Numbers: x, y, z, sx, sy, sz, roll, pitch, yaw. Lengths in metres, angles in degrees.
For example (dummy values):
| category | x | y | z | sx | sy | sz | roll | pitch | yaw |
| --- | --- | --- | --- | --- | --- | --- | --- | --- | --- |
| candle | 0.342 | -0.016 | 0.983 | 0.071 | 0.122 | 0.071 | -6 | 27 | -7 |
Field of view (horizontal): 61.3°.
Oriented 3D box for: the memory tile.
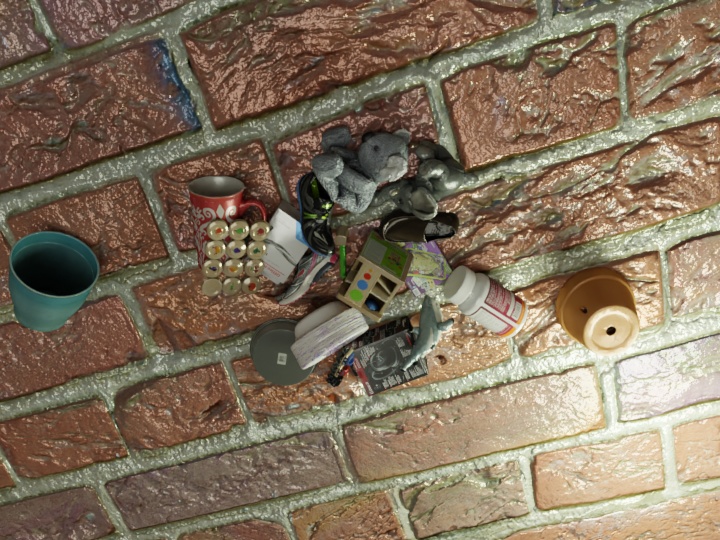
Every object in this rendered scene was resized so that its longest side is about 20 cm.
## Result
| category | x | y | z | sx | sy | sz | roll | pitch | yaw |
| --- | --- | --- | --- | --- | --- | --- | --- | --- | --- |
| memory tile | -0.296 | -0.028 | 1.434 | 0.149 | 0.017 | 0.204 | 0 | 122 | -24 |

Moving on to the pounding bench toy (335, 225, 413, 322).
| category | x | y | z | sx | sy | sz | roll | pitch | yaw |
| --- | --- | --- | --- | --- | --- | --- | --- | --- | --- |
| pounding bench toy | 0.000 | 0.000 | 1.470 | 0.197 | 0.125 | 0.157 | 30 | 125 | -4 |

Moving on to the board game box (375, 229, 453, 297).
| category | x | y | z | sx | sy | sz | roll | pitch | yaw |
| --- | --- | --- | --- | --- | --- | --- | --- | --- | --- |
| board game box | 0.135 | -0.043 | 1.513 | 0.118 | 0.032 | 0.202 | -28 | 110 | 17 |

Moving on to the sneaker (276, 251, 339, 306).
| category | x | y | z | sx | sy | sz | roll | pitch | yaw |
| --- | --- | --- | --- | --- | --- | --- | --- | --- | --- |
| sneaker | -0.141 | 0.011 | 1.526 | 0.075 | 0.081 | 0.200 | 45 | 101 | -1 |

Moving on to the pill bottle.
| category | x | y | z | sx | sy | sz | roll | pitch | yaw |
| --- | --- | --- | --- | --- | --- | --- | --- | --- | --- |
| pill bottle | 0.308 | 0.076 | 1.506 | 0.197 | 0.110 | 0.110 | 31 | 112 | -17 |

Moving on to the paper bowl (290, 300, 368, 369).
| category | x | y | z | sx | sy | sz | roll | pitch | yaw |
| --- | --- | --- | --- | --- | --- | --- | --- | --- | --- |
| paper bowl | -0.085 | 0.152 | 1.521 | 0.199 | 0.200 | 0.106 | -34 | 80 | 16 |

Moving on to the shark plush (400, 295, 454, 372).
| category | x | y | z | sx | sy | sz | roll | pitch | yaw |
| --- | --- | --- | --- | --- | --- | --- | --- | --- | --- |
| shark plush | 0.149 | 0.168 | 1.542 | 0.083 | 0.091 | 0.202 | 39 | 77 | -13 |

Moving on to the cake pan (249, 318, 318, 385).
| category | x | y | z | sx | sy | sz | roll | pitch | yaw |
| --- | --- | --- | --- | --- | --- | --- | --- | --- | --- |
| cake pan | -0.206 | 0.228 | 1.640 | 0.194 | 0.037 | 0.205 | 1 | 114 | 2 |

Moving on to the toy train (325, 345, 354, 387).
| category | x | y | z | sx | sy | sz | roll | pitch | yaw |
| --- | --- | --- | --- | --- | --- | --- | --- | --- | --- |
| toy train | -0.052 | 0.256 | 1.597 | 0.046 | 0.034 | 0.201 | 39 | 145 | 12 |

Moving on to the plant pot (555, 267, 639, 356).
| category | x | y | z | sx | sy | sz | roll | pitch | yaw |
| --- | --- | --- | --- | --- | --- | --- | --- | --- | --- |
| plant pot | 0.598 | 0.114 | 1.504 | 0.194 | 0.141 | 0.205 | 1 | 113 | 2 |

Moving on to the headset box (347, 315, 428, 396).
| category | x | y | z | sx | sy | sz | roll | pitch | yaw |
| --- | --- | --- | --- | --- | --- | --- | --- | --- | --- |
| headset box | 0.064 | 0.231 | 1.610 | 0.196 | 0.078 | 0.151 | -22 | 111 | 12 |

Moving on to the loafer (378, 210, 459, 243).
| category | x | y | z | sx | sy | sz | roll | pitch | yaw |
| --- | --- | --- | --- | --- | --- | --- | --- | --- | --- |
| loafer | 0.139 | -0.101 | 1.434 | 0.194 | 0.072 | 0.075 | -7 | 114 | 3 |

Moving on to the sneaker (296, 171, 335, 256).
| category | x | y | z | sx | sy | sz | roll | pitch | yaw |
| --- | --- | --- | --- | --- | --- | --- | --- | --- | --- |
| sneaker | -0.098 | -0.131 | 1.413 | 0.082 | 0.070 | 0.205 | -19 | 81 | 51 |

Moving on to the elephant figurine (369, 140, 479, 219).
| category | x | y | z | sx | sy | sz | roll | pitch | yaw |
| --- | --- | --- | --- | --- | --- | --- | --- | --- | --- |
| elephant figurine | 0.140 | -0.185 | 1.411 | 0.139 | 0.156 | 0.202 | -4 | 138 | -44 |

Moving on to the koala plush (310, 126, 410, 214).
| category | x | y | z | sx | sy | sz | roll | pitch | yaw |
| --- | --- | --- | --- | --- | --- | --- | --- | --- | --- |
| koala plush | 0.023 | -0.237 | 1.348 | 0.196 | 0.179 | 0.185 | -21 | 121 | 22 |

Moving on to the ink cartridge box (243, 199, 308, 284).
| category | x | y | z | sx | sy | sz | roll | pitch | yaw |
| --- | --- | --- | --- | --- | --- | --- | --- | --- | --- |
| ink cartridge box | -0.201 | -0.054 | 1.498 | 0.114 | 0.067 | 0.202 | 32 | 111 | -13 |

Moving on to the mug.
| category | x | y | z | sx | sy | sz | roll | pitch | yaw |
| --- | --- | --- | --- | --- | --- | --- | --- | --- | --- |
| mug | -0.322 | -0.099 | 1.441 | 0.174 | 0.133 | 0.205 | 20 | 121 | 25 |

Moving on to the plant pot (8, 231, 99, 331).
| category | x | y | z | sx | sy | sz | roll | pitch | yaw |
| --- | --- | --- | --- | --- | --- | --- | --- | --- | --- |
| plant pot | -0.770 | 0.043 | 1.505 | 0.197 | 0.202 | 0.189 | 30 | 127 | -11 |
